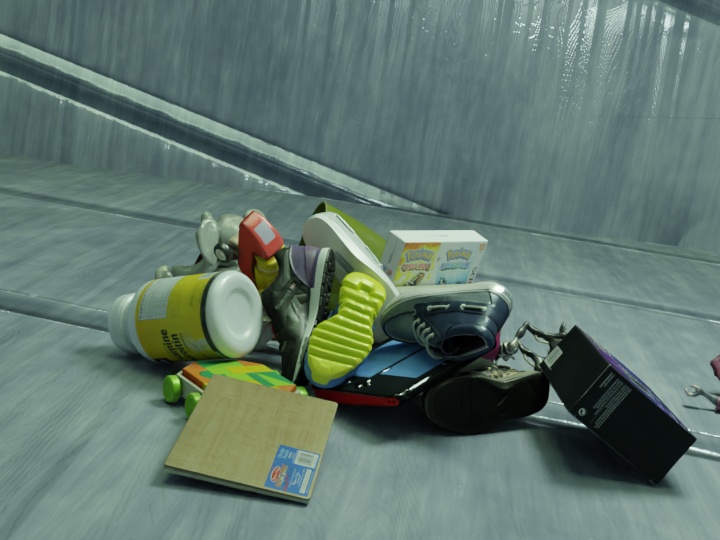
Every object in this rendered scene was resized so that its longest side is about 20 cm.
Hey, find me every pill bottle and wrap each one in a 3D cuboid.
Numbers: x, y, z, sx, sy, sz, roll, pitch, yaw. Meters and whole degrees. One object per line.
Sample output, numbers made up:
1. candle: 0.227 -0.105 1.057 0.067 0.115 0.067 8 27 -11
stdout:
1. pill bottle: -0.235 0.064 1.425 0.198 0.114 0.111 -7 1 32

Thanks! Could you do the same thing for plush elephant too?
1. plush elephant: -0.245 -0.035 1.885 0.198 0.157 0.163 16 14 42

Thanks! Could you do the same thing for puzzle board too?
1. puzzle board: -0.111 0.177 1.147 0.148 0.018 0.200 13 23 2

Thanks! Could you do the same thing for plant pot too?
1. plant pot: -0.006 0.005 1.875 0.197 0.190 0.187 21 7 -14

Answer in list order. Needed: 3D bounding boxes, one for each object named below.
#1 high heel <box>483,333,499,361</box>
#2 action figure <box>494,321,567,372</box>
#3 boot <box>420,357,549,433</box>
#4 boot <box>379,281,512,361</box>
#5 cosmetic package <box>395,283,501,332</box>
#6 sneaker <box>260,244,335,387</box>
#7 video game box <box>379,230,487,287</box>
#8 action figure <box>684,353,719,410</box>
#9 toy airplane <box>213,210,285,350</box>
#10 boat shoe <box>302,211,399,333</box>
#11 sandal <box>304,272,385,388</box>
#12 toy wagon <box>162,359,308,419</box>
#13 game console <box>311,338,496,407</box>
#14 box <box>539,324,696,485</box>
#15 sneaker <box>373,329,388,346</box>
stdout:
1. high heel: 0.109 0.112 1.527 0.197 0.098 0.067 4 11 -20
2. action figure: 0.205 0.098 1.638 0.197 0.120 0.103 14 39 -6
3. boot: 0.130 0.151 1.406 0.198 0.074 0.150 -7 13 -34
4. boot: 0.092 0.072 1.356 0.198 0.073 0.091 -17 28 39
5. cosmetic package: 0.128 0.081 1.693 0.198 0.105 0.087 -3 16 -42
6. sneaker: -0.093 0.064 1.428 0.086 0.203 0.076 7 -22 11
7. video game box: 0.102 0.025 1.745 0.198 0.185 0.047 -3 27 -42
8. action figure: 0.578 0.180 1.605 0.149 0.134 0.200 49 27 -4
9. toy airplane: -0.112 0.032 1.534 0.140 0.203 0.198 12 -2 39
10. boat shoe: 0.000 0.000 1.507 0.200 0.072 0.068 45 32 7
11. sandal: -0.022 0.091 1.400 0.079 0.088 0.200 27 37 5
12. toy wagon: -0.163 0.142 1.326 0.153 0.040 0.199 1 13 -34
13. game console: 0.052 0.121 1.378 0.199 0.031 0.176 -26 12 -39
14. box: 0.309 0.158 1.320 0.141 0.079 0.200 42 8 -8
15. sneaker: 0.047 0.088 1.552 0.197 0.083 0.077 -18 -11 6
